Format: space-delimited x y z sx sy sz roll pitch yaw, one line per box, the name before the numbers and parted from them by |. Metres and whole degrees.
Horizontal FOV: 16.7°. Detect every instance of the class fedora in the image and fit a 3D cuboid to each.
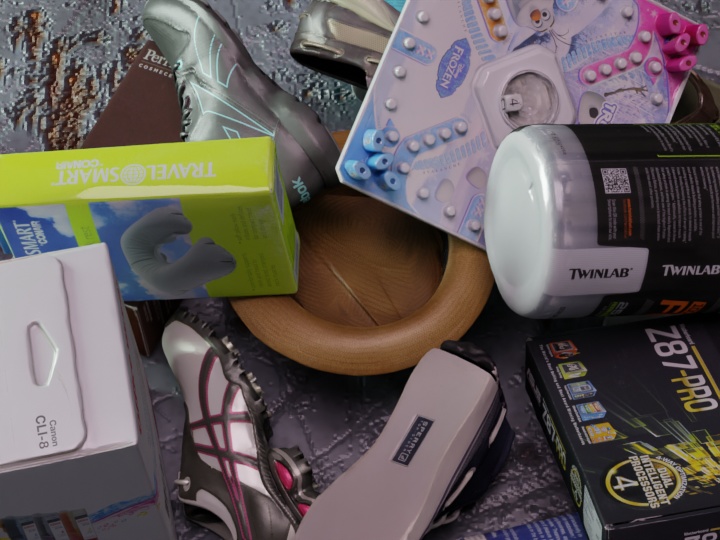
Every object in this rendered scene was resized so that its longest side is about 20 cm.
fedora | 0.000 0.000 1.652 0.201 0.082 0.201 -3 55 5

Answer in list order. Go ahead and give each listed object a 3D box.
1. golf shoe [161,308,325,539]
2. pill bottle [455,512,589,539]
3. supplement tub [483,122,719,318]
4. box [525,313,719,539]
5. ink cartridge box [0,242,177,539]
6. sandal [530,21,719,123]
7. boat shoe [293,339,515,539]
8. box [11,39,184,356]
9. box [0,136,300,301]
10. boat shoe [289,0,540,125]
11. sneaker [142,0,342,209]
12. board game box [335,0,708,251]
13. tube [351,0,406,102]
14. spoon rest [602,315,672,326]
golf shoe | -0.092 0.113 1.599 0.088 0.077 0.200 -30 63 -6
pill bottle | 0.141 0.204 1.510 0.200 0.111 0.111 -13 61 -4
supplement tub | 0.189 -0.032 1.550 0.200 0.123 0.123 -1 59 -17
box | 0.201 0.102 1.509 0.161 0.049 0.200 -7 33 -7
ink cartridge box | -0.203 0.100 1.538 0.145 0.200 0.145 -11 60 -3
sandal | 0.198 -0.111 1.667 0.201 0.057 0.080 19 78 -34
boat shoe | 0.034 0.148 1.557 0.075 0.093 0.200 25 68 32
box | -0.146 -0.051 1.695 0.100 0.075 0.200 20 62 15
box | -0.145 -0.030 1.565 0.200 0.122 0.048 -3 58 6
boat shoe | 0.036 -0.128 1.676 0.200 0.074 0.073 30 83 30
sneaker | -0.095 -0.113 1.644 0.079 0.075 0.200 -39 61 -8
board game box | 0.110 -0.111 1.600 0.200 0.026 0.200 25 83 -17
tube | 0.037 -0.209 1.790 0.077 0.050 0.200 10 58 6
spoon rest | 0.230 0.009 1.645 0.099 0.061 0.200 22 63 13
